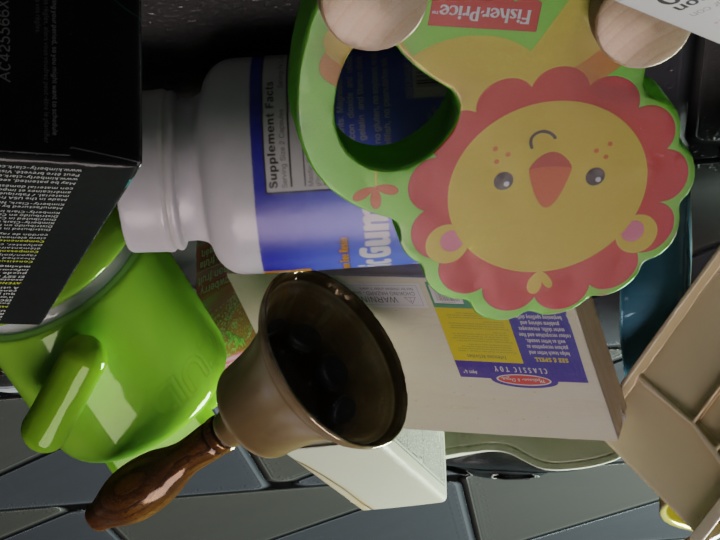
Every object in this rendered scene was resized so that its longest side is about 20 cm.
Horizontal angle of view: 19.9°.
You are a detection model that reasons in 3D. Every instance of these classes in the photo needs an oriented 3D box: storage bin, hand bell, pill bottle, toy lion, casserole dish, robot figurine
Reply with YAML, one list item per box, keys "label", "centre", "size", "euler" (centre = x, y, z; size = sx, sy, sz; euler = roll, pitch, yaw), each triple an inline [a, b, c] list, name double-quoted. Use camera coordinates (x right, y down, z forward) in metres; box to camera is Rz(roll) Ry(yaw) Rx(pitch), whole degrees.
- label: "storage bin"
  centre: [0.258, 0.037, 1.177]
  size: [0.200, 0.094, 0.199]
  euler: [-13, 142, -53]
- label: "hand bell"
  centre: [-0.079, 0.093, 1.110]
  size: [0.104, 0.105, 0.200]
  euler: [17, 138, -44]
- label: "pill bottle"
  centre: [-0.021, -0.055, 1.047]
  size: [0.199, 0.113, 0.112]
  euler: [-4, 160, 2]
- label: "toy lion"
  centre: [0.062, -0.066, 0.952]
  size: [0.199, 0.069, 0.192]
  euler: [3, 121, -14]
- label: "casserole dish"
  centre: [0.177, 0.004, 1.221]
  size: [0.039, 0.122, 0.200]
  euler: [3, 161, 10]
- label: "robot figurine"
  centre: [-0.153, 0.027, 1.165]
  size: [0.115, 0.176, 0.200]
  euler: [-24, 121, 11]

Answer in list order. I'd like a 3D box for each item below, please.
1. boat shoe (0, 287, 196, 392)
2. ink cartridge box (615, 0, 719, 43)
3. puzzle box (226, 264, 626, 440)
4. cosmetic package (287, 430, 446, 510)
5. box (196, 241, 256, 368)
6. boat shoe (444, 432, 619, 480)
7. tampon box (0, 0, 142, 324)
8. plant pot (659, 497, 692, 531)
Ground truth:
- label: "boat shoe"
  centre: [-0.195, 0.044, 1.359]
  size: [0.199, 0.069, 0.057]
  euler: [-13, 157, 31]
- label: "ink cartridge box"
  centre: [0.132, -0.171, 0.798]
  size: [0.199, 0.085, 0.145]
  euler: [12, 155, -40]
- label: "puzzle box"
  centre: [0.038, 0.039, 1.131]
  size: [0.199, 0.025, 0.133]
  euler: [2, 137, 24]
- label: "cosmetic package"
  centre: [0.004, 0.103, 1.498]
  size: [0.073, 0.104, 0.200]
  euler: [-8, 158, 16]
- label: "box"
  centre: [0.000, 0.000, 1.225]
  size: [0.102, 0.095, 0.200]
  euler: [18, 151, -41]
- label: "boat shoe"
  centre: [0.122, 0.132, 1.637]
  size: [0.198, 0.075, 0.066]
  euler: [-6, 162, 10]
- label: "tampon box"
  centre: [-0.181, -0.079, 0.902]
  size: [0.126, 0.151, 0.200]
  euler: [4, 159, -20]
- label: "plant pot"
  centre: [0.307, 0.097, 1.470]
  size: [0.199, 0.143, 0.200]
  euler: [-3, 159, -1]
